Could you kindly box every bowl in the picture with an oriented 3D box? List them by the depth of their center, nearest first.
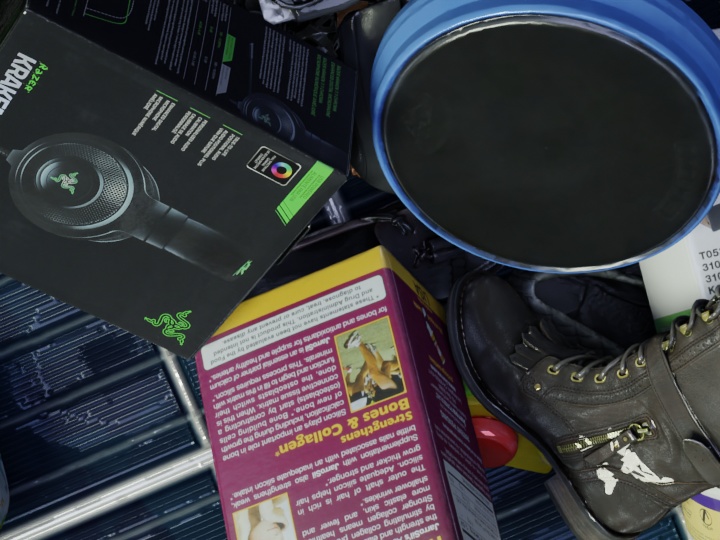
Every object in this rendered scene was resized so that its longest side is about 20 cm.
[{"bbox_3d":[0.101,-0.075,1.003,0.201,0.039,0.201,8,137,8],"label":"bowl"}]

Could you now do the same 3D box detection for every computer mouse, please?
[{"bbox_3d":[0.027,-0.105,1.064,0.138,0.053,0.200,-18,139,-4],"label":"computer mouse"}]

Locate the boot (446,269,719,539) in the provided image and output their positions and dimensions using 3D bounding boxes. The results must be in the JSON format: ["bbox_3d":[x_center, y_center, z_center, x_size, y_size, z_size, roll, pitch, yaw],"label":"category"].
[{"bbox_3d":[0.152,0.053,1.043,0.069,0.174,0.200,-28,81,-43],"label":"boot"}]

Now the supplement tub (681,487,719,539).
[{"bbox_3d":[0.270,0.172,1.117,0.145,0.145,0.200,-15,109,-2],"label":"supplement tub"}]

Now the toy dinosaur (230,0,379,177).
[{"bbox_3d":[-0.010,-0.154,1.103,0.136,0.102,0.200,-13,94,-16],"label":"toy dinosaur"}]

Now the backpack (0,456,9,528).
[{"bbox_3d":[-0.305,0.140,1.093,0.200,0.154,0.163,-5,110,13],"label":"backpack"}]

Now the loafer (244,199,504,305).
[{"bbox_3d":[0.000,0.000,1.132,0.200,0.063,0.072,-11,97,-2],"label":"loafer"}]

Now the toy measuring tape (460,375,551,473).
[{"bbox_3d":[0.114,0.089,1.141,0.200,0.074,0.074,12,95,-2],"label":"toy measuring tape"}]

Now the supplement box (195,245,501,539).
[{"bbox_3d":[-0.004,0.108,1.064,0.131,0.103,0.200,-21,60,15],"label":"supplement box"}]

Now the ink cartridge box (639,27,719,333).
[{"bbox_3d":[0.236,-0.044,1.106,0.145,0.084,0.200,-13,86,-12],"label":"ink cartridge box"}]

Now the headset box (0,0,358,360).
[{"bbox_3d":[-0.119,-0.063,1.012,0.200,0.093,0.174,27,130,-21],"label":"headset box"}]

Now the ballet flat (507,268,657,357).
[{"bbox_3d":[0.184,0.037,1.150,0.200,0.057,0.066,12,96,-5],"label":"ballet flat"}]
